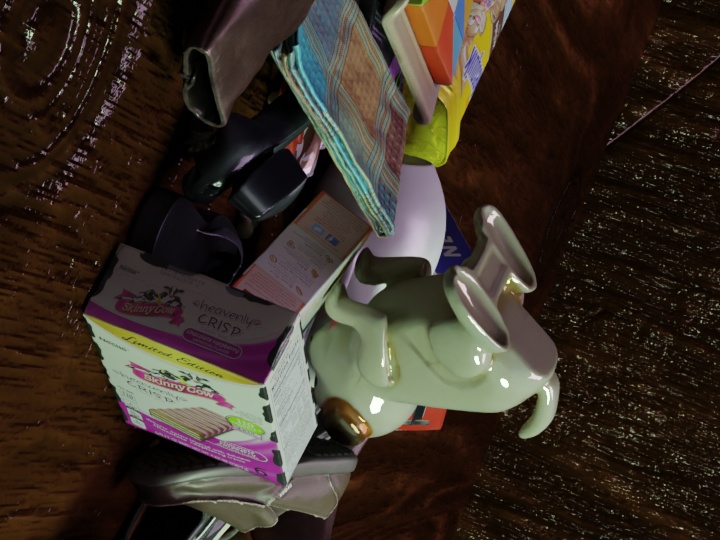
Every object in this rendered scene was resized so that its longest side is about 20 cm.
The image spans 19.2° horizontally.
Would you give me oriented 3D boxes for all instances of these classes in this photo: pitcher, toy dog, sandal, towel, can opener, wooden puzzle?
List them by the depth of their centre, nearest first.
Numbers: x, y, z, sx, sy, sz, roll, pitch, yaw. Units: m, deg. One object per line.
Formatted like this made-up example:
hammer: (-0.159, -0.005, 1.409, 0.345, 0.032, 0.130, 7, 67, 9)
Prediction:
can opener: (-0.067, -0.092, 1.501, 0.063, 0.079, 0.200, -31, -169, 29)
sandal: (-0.118, -0.008, 1.517, 0.200, 0.043, 0.076, 29, 83, -78)
towel: (-0.009, -0.139, 1.542, 0.200, 0.022, 0.147, 59, 29, -42)
toy dog: (0.049, 0.063, 1.714, 0.194, 0.200, 0.140, 51, 33, -25)
wooden puzzle: (0.065, -0.238, 1.721, 0.200, 0.037, 0.185, 70, 33, -66)
pitcher: (0.000, 0.000, 1.834, 0.172, 0.121, 0.201, -22, 124, -73)

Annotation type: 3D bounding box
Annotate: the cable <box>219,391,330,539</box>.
cable: (-0.077, 0.171, 1.809, 0.200, 0.050, 0.097, -24, 119, -28)

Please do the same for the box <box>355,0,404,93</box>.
box: (0.014, -0.202, 1.690, 0.143, 0.036, 0.201, 24, 75, -75)

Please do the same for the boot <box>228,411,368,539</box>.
boot: (-0.040, 0.196, 1.851, 0.166, 0.200, 0.072, -51, 138, -16)

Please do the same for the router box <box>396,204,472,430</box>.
router box: (0.044, 0.020, 2.002, 0.200, 0.049, 0.180, -115, -148, -50)

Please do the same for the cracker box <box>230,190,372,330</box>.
cracker box: (-0.076, 0.036, 1.665, 0.134, 0.058, 0.200, -55, 178, 33)

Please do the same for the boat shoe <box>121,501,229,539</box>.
boat shoe: (-0.124, 0.166, 1.702, 0.200, 0.072, 0.068, -55, 155, -13)

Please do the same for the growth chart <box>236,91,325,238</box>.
growth chart: (-0.046, -0.118, 1.710, 0.200, 0.018, 0.145, -49, 157, -52)

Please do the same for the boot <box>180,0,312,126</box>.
boot: (-0.060, -0.200, 1.338, 0.200, 0.072, 0.167, 95, 19, -61)

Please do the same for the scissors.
scissors: (-0.058, -0.088, 1.650, 0.073, 0.014, 0.200, -57, 165, -51)

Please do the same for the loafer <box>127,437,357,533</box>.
loafer: (-0.089, 0.173, 1.654, 0.200, 0.073, 0.071, 2, 101, -34)

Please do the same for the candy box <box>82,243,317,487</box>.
candy box: (-0.107, 0.070, 1.476, 0.200, 0.136, 0.061, 84, 29, -64)

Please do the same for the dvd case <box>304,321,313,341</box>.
dvd case: (-0.061, 0.071, 1.967, 0.200, 0.016, 0.149, 32, 80, -77)

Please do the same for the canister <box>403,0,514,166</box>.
canister: (0.078, -0.216, 1.926, 0.149, 0.086, 0.200, 86, 26, -65)
